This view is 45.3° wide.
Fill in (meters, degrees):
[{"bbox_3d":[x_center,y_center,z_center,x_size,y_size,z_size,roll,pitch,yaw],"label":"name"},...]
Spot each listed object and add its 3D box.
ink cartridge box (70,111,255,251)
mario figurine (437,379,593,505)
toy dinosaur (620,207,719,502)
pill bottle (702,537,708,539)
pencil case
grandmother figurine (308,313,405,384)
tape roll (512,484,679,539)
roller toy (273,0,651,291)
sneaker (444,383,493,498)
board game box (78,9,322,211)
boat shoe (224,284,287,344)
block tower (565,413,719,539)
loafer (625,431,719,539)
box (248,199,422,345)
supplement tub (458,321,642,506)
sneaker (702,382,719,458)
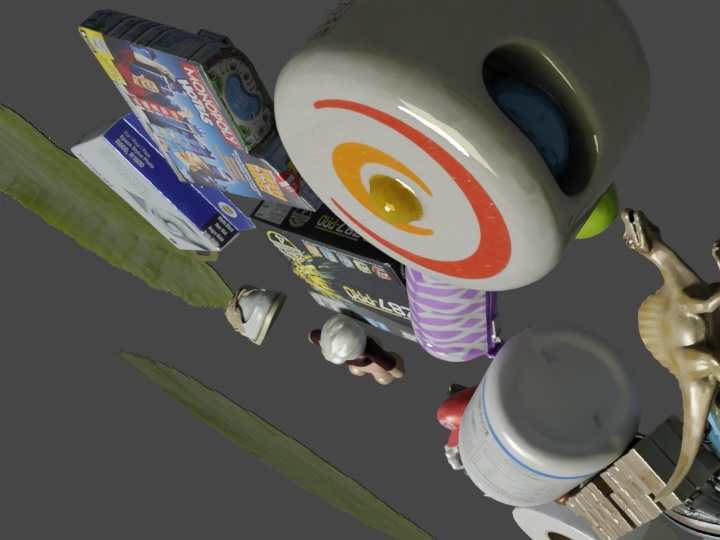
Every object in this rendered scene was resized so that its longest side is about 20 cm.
[{"bbox_3d":[-0.245,-0.101,1.055,0.200,0.041,0.200,45,158,-24],"label":"ink cartridge box"},{"bbox_3d":[0.167,0.203,0.936,0.200,0.123,0.106,31,-162,-13],"label":"mario figurine"},{"bbox_3d":[0.223,0.052,0.558,0.101,0.058,0.200,-5,98,56],"label":"toy dinosaur"},{"bbox_3d":[0.419,0.335,0.838,0.200,0.114,0.114,43,159,-18],"label":"pill bottle"},{"bbox_3d":[0.080,0.006,0.703,0.085,0.084,0.200,36,161,25],"label":"pencil case"},{"bbox_3d":[-0.006,0.090,1.006,0.121,0.061,0.200,9,167,12],"label":"grandmother figurine"},{"bbox_3d":[0.296,0.331,1.089,0.202,0.071,0.202,32,159,14],"label":"tape roll"},{"bbox_3d":[0.049,-0.083,0.481,0.200,0.140,0.182,30,158,18],"label":"roller toy"},{"bbox_3d":[0.152,0.209,1.037,0.074,0.081,0.200,13,149,46],"label":"sneaker"},{"bbox_3d":[-0.113,-0.133,0.747,0.200,0.062,0.200,23,156,30],"label":"board game box"},{"bbox_3d":[-0.154,0.059,1.211,0.068,0.075,0.200,32,161,-5],"label":"boat shoe"},{"bbox_3d":[0.239,0.185,0.746,0.058,0.054,0.200,51,162,18],"label":"block tower"},{"bbox_3d":[0.294,0.192,0.796,0.200,0.072,0.063,8,140,56],"label":"loafer"},{"bbox_3d":[0.000,0.000,0.872,0.200,0.049,0.161,19,158,40],"label":"box"},{"bbox_3d":[0.165,0.138,0.791,0.132,0.132,0.200,32,160,12],"label":"supplement tub"},{"bbox_3d":[0.282,0.117,0.641,0.200,0.078,0.090,49,161,-28],"label":"sneaker"}]
